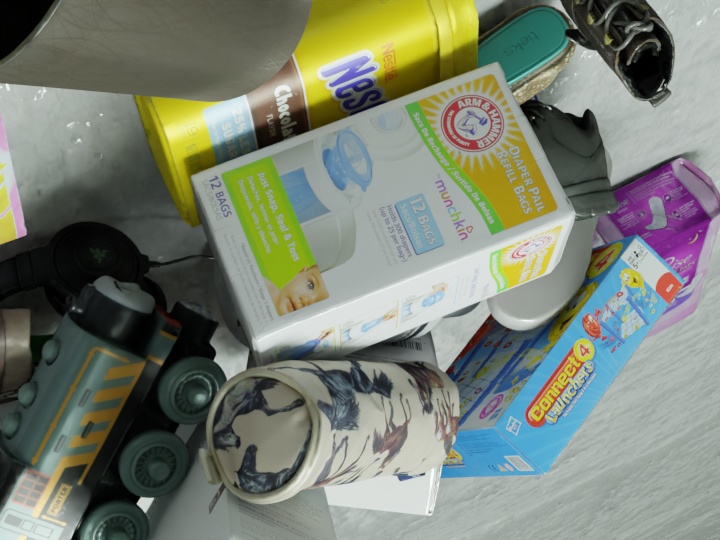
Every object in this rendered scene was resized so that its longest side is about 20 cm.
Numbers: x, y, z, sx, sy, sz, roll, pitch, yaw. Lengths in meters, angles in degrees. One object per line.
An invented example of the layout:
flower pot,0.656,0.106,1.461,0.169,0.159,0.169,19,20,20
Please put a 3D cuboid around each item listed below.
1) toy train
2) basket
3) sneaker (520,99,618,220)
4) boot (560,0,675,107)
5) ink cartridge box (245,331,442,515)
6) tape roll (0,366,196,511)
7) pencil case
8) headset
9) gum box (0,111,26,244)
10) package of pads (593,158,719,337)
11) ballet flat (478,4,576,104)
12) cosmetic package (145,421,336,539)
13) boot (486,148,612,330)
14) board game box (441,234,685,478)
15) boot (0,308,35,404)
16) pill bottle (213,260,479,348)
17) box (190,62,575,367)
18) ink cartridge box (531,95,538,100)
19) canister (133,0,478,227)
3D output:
toy train,-0.168,0.101,0.923,0.114,0.085,0.200,27,94,-32
basket,-0.118,-0.156,0.704,0.136,0.181,0.200,1,173,27
sneaker,0.107,-0.074,1.028,0.076,0.091,0.200,-3,-175,38
boot,0.116,-0.191,0.833,0.069,0.174,0.200,-37,151,11
ink cartridge box,-0.016,0.100,1.098,0.145,0.200,0.084,7,105,-3
tape roll,-0.192,0.128,1.083,0.202,0.071,0.202,-6,159,-2
pencil case,-0.015,0.097,0.892,0.089,0.078,0.200,-43,159,21
headset,-0.169,0.028,0.995,0.200,0.094,0.124,-17,151,-1
gum box,-0.253,-0.073,0.783,0.113,0.066,0.200,-20,150,-17
package of pads,0.266,-0.007,1.370,0.120,0.076,0.200,-27,151,-12
ballet flat,0.062,-0.115,1.021,0.200,0.071,0.065,-26,166,-1
cosmetic package,-0.077,0.172,0.894,0.081,0.200,0.113,28,101,-17
boot,0.147,-0.012,1.170,0.200,0.073,0.090,-58,172,-36
board game box,0.139,0.074,1.172,0.196,0.056,0.200,-51,-170,-20
boot,-0.277,0.042,0.902,0.146,0.070,0.200,-4,161,-6
pill bottle,0.000,0.000,1.092,0.200,0.112,0.111,-3,141,-41
box,0.013,-0.027,0.880,0.200,0.113,0.101,-21,162,-7
ink cartridge box,0.076,-0.052,1.067,0.200,0.095,0.037,-37,-160,-36
canister,-0.035,-0.117,0.902,0.200,0.087,0.149,-24,153,-9
